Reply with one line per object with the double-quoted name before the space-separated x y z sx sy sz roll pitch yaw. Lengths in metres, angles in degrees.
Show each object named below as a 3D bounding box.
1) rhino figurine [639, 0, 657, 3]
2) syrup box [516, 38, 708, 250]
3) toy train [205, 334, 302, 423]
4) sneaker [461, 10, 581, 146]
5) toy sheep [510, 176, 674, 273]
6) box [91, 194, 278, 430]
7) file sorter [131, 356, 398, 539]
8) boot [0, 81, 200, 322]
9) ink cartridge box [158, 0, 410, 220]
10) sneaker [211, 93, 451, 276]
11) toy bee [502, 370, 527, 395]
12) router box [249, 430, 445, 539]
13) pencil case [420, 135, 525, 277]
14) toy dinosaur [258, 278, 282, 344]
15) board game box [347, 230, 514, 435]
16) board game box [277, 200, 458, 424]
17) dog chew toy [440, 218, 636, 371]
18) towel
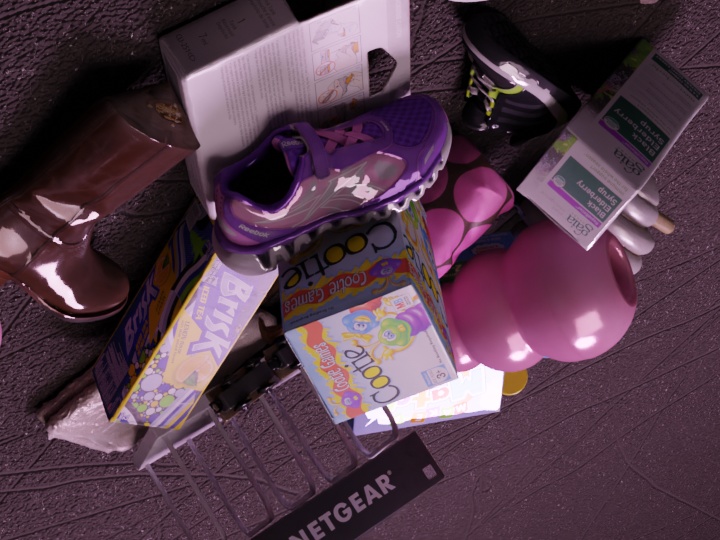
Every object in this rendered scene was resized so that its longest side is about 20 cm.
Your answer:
"rhino figurine" 0.224 -0.253 1.489 0.060 0.088 0.199 -13 172 39
"syrup box" 0.214 -0.108 1.640 0.082 0.079 0.200 -52 177 37
"toy train" -0.058 0.069 1.664 0.200 0.034 0.046 -35 -178 -35
"sneaker" 0.117 -0.140 1.576 0.083 0.072 0.200 -37 155 13
"toy sheep" 0.213 -0.045 1.797 0.201 0.138 0.138 -53 151 10
"box" -0.139 0.035 1.571 0.070 0.065 0.200 10 127 -36
"file sorter" -0.082 0.155 1.755 0.199 0.125 0.139 -31 173 -20
"boot" -0.173 -0.050 1.405 0.200 0.065 0.186 -39 152 22
"ink cartridge box" -0.049 -0.135 1.427 0.175 0.045 0.200 -26 155 -11
"sneaker" -0.025 -0.076 1.429 0.199 0.081 0.089 -29 142 -7
"toy bee" 0.139 0.059 1.922 0.108 0.132 0.200 4 155 -15
"router box" -0.039 0.231 1.728 0.199 0.052 0.157 -31 173 -30
"pencil case" 0.042 -0.016 1.646 0.200 0.091 0.094 -43 173 -12
"toy dinosaur" -0.046 0.022 1.696 0.106 0.061 0.200 -26 154 -16
"board game box" 0.064 0.060 1.813 0.150 0.037 0.201 -9 132 -13
"board game box" 0.000 0.000 1.496 0.102 0.201 0.105 -20 128 10
"dog chew toy" 0.136 0.031 1.698 0.199 0.125 0.124 -20 160 23
"towel" -0.176 0.090 1.700 0.200 0.035 0.132 -39 155 13
